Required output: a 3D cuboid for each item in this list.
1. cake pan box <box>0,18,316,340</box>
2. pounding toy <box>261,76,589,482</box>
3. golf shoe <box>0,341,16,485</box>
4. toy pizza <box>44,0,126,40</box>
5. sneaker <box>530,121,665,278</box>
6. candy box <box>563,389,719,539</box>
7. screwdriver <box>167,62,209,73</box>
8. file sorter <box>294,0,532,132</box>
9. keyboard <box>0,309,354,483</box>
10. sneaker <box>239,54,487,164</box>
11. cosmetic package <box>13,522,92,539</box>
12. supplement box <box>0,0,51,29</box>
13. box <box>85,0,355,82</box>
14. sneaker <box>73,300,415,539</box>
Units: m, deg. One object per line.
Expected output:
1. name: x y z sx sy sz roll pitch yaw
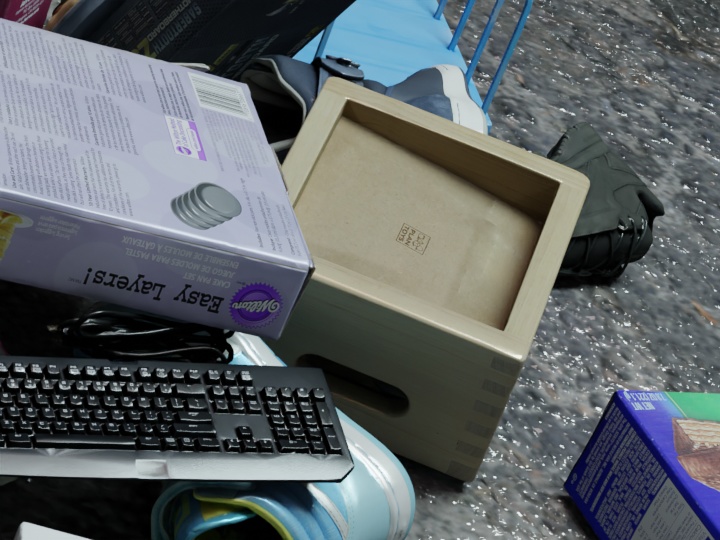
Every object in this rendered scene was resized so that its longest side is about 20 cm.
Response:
1. cake pan box: -0.131 -0.055 1.242 0.184 0.052 0.200 15 27 -23
2. pounding toy: 0.000 0.000 1.390 0.200 0.142 0.184 22 43 3
3. golf shoe: -0.224 0.036 1.222 0.092 0.075 0.200 -2 45 -51
4. toy pizza: -0.111 -0.174 1.515 0.200 0.200 0.032 -21 76 -51
5. sneaker: 0.132 -0.030 1.573 0.091 0.076 0.200 37 34 11
6. candy box: 0.229 0.152 1.327 0.169 0.077 0.200 3 36 -32
7. screwdriver: -0.163 -0.116 1.385 0.200 0.029 0.028 -1 -8 32
8. file sorter: 0.021 -0.202 1.726 0.139 0.123 0.200 10 32 -20
9. keyboard: -0.103 0.050 1.161 0.200 0.040 0.104 3 37 -24
10. sneaker: -0.008 -0.095 1.551 0.146 0.077 0.202 8 8 -7
11. cosmetic package: -0.062 0.194 1.079 0.200 0.052 0.151 17 27 -11
12. supplement box: -0.230 -0.195 1.457 0.110 0.200 0.086 26 30 5
13. box: -0.077 -0.150 1.491 0.158 0.200 0.051 -19 74 -52
14. sneaker: -0.081 0.086 1.219 0.200 0.080 0.131 32 29 18
